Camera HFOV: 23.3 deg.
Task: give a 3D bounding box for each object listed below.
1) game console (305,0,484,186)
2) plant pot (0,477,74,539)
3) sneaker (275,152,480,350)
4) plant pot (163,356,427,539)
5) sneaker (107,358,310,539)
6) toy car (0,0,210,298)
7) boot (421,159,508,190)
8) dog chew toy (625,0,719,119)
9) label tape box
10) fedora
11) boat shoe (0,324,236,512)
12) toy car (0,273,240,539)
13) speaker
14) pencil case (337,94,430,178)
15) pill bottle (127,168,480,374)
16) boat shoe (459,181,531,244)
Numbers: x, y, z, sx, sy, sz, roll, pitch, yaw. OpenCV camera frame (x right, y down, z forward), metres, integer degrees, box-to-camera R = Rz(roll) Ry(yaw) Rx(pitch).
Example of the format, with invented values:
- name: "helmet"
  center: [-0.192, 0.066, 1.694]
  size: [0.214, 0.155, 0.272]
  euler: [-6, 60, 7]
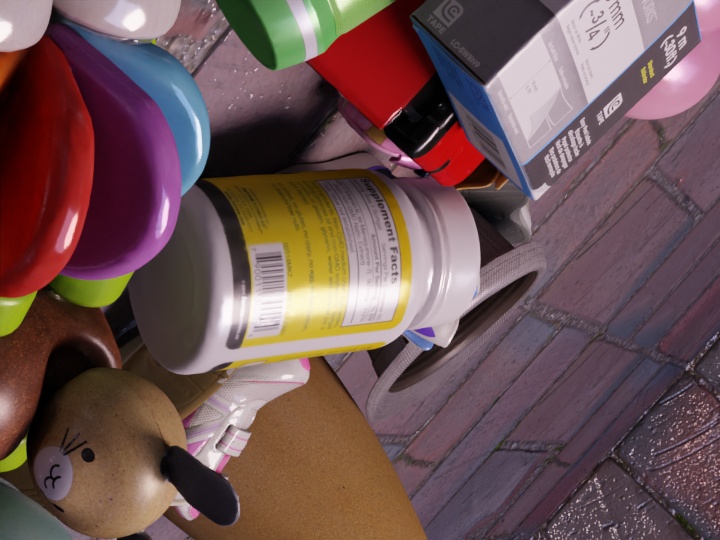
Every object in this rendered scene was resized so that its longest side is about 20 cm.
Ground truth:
- name: "game console"
  center: [0.064, -0.170, 1.018]
  size: [0.200, 0.119, 0.172]
  euler: [-47, 164, 5]
- name: "plant pot"
  center: [-0.225, 0.227, 1.032]
  size: [0.199, 0.133, 0.202]
  euler: [-15, 111, -46]
- name: "sneaker"
  center: [0.000, 0.000, 1.179]
  size: [0.199, 0.146, 0.081]
  euler: [-25, 152, -49]
- name: "plant pot"
  center: [-0.045, 0.176, 1.368]
  size: [0.186, 0.200, 0.187]
  euler: [-41, 161, -17]
- name: "sneaker"
  center: [-0.114, 0.121, 1.205]
  size: [0.199, 0.089, 0.081]
  euler: [-32, 164, 12]
- name: "toy car"
  center: [-0.142, -0.059, 0.732]
  size: [0.199, 0.150, 0.176]
  euler: [-17, 146, -56]
- name: "boot"
  center: [0.123, -0.130, 1.150]
  size: [0.201, 0.071, 0.145]
  euler: [-29, -146, 48]
- name: "dog chew toy"
  center: [0.233, -0.215, 1.305]
  size: [0.124, 0.124, 0.201]
  euler: [-24, 143, -49]
- name: "label tape box"
  center: [0.132, -0.151, 0.932]
  size: [0.200, 0.063, 0.144]
  euler: [-44, 154, -3]
- name: "fedora"
  center: [0.054, 0.022, 1.385]
  size: [0.176, 0.090, 0.200]
  euler: [-26, 161, -44]
- name: "boat shoe"
  center: [-0.155, 0.085, 1.137]
  size: [0.200, 0.072, 0.066]
  euler: [-39, -167, 10]
- name: "toy car"
  center: [-0.157, 0.098, 0.948]
  size: [0.157, 0.200, 0.165]
  euler: [-18, 147, -55]
- name: "speaker"
  center: [0.018, -0.187, 0.896]
  size: [0.199, 0.089, 0.089]
  euler: [-35, 160, -11]
- name: "pencil case"
  center: [0.073, -0.155, 1.107]
  size: [0.201, 0.086, 0.083]
  euler: [-52, -179, 9]
- name: "pill bottle"
  center: [-0.032, -0.004, 1.067]
  size: [0.199, 0.115, 0.115]
  euler: [-6, 140, -34]
- name: "boat shoe"
  center: [0.106, -0.078, 1.397]
  size: [0.202, 0.074, 0.065]
  euler: [55, 37, -69]
